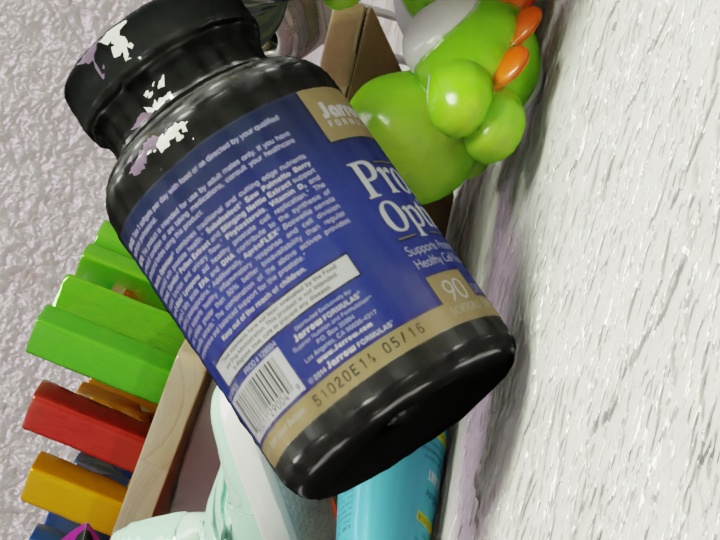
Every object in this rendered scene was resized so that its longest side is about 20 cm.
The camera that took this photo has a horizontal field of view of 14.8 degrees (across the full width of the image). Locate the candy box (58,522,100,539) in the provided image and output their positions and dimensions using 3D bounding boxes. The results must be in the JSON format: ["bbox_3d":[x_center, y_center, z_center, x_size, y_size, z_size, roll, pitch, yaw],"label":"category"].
[{"bbox_3d":[-0.108,0.238,1.413,0.061,0.200,0.136,-35,9,2],"label":"candy box"}]

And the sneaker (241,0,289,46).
[{"bbox_3d":[-0.037,-0.136,1.187,0.200,0.081,0.074,97,-165,-76],"label":"sneaker"}]

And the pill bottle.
[{"bbox_3d":[-0.034,-0.015,1.136,0.200,0.112,0.112,56,158,14],"label":"pill bottle"}]

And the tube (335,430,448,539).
[{"bbox_3d":[0.007,0.135,1.222,0.077,0.050,0.200,72,-158,-60],"label":"tube"}]

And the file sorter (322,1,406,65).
[{"bbox_3d":[0.023,-0.210,1.455,0.200,0.124,0.139,116,167,-67],"label":"file sorter"}]

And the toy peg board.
[{"bbox_3d":[-0.138,0.078,1.554,0.200,0.098,0.199,-65,-3,-66],"label":"toy peg board"}]

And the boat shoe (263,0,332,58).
[{"bbox_3d":[-0.052,-0.142,1.397,0.065,0.074,0.202,-37,-1,-15],"label":"boat shoe"}]

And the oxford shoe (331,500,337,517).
[{"bbox_3d":[-0.020,0.099,1.454,0.073,0.071,0.200,-76,1,-69],"label":"oxford shoe"}]

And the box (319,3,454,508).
[{"bbox_3d":[0.000,0.000,1.324,0.164,0.021,0.200,63,-147,-52],"label":"box"}]

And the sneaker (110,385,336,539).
[{"bbox_3d":[-0.074,0.123,1.326,0.074,0.118,0.201,-77,-20,-44],"label":"sneaker"}]

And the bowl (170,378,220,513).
[{"bbox_3d":[-0.032,0.040,1.558,0.200,0.075,0.200,109,-177,-56],"label":"bowl"}]

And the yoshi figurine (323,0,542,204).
[{"bbox_3d":[0.030,-0.099,1.267,0.200,0.112,0.112,-90,6,-58],"label":"yoshi figurine"}]
